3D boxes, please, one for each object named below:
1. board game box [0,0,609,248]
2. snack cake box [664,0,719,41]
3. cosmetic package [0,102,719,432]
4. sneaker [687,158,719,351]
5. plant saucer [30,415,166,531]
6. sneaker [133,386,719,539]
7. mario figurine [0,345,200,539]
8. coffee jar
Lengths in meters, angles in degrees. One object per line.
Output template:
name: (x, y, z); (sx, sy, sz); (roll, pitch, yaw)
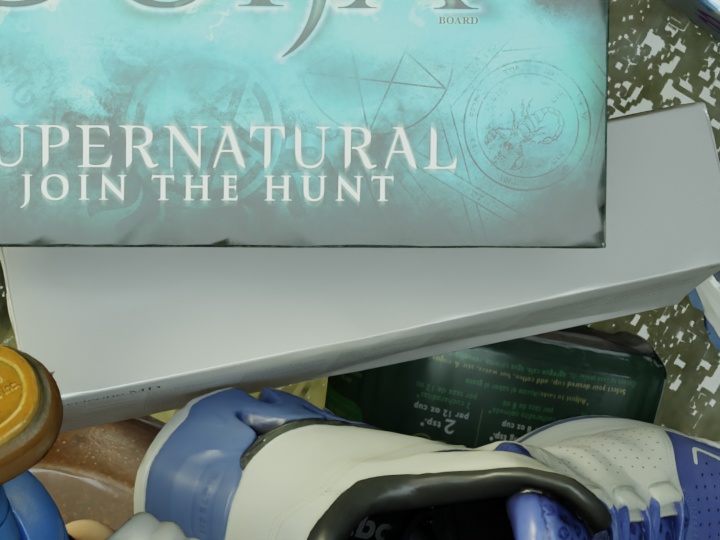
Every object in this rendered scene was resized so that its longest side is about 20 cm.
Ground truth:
board game box: (-0.038, -0.073, 0.674); (0.199, 0.028, 0.136); (0, 95, -5)
snack cake box: (0.199, -0.137, 0.867); (0.115, 0.067, 0.200); (36, 93, -7)
cosmetic package: (0.000, 0.000, 0.775); (0.199, 0.083, 0.051); (-11, 84, -8)
sneaker: (0.188, 0.010, 0.853); (0.200, 0.077, 0.085); (28, 138, -23)
plant saucer: (-0.102, 0.137, 0.811); (0.200, 0.034, 0.201); (3, 77, -11)
sneaker: (0.047, 0.086, 0.758); (0.199, 0.115, 0.081); (8, 97, -33)
mario figurine: (-0.094, 0.068, 0.717); (0.106, 0.200, 0.124); (-13, 54, -5)
coffee jar: (0.026, 0.110, 0.871); (0.104, 0.085, 0.201); (11, 95, -17)
